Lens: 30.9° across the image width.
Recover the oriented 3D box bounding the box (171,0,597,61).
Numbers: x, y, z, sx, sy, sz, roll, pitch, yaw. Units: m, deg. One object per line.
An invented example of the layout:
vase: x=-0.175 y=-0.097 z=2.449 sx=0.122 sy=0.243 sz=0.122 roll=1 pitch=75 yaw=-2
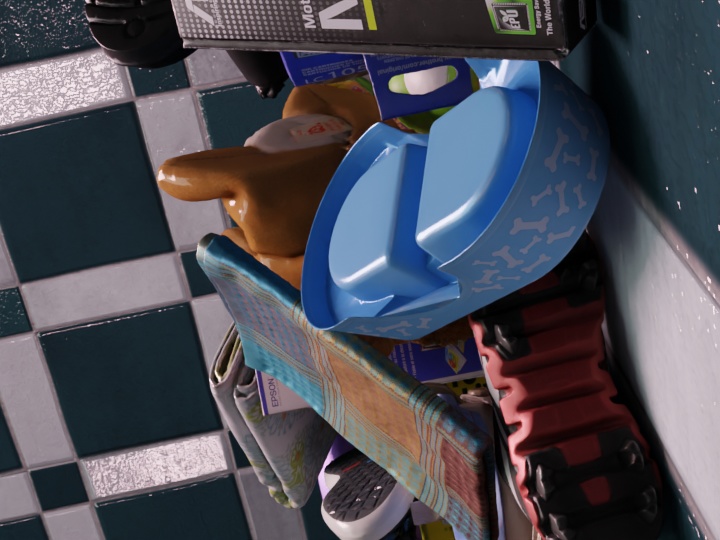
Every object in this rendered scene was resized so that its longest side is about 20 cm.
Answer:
box: x=-0.008 y=-0.186 z=0.523 sx=0.048 sy=0.193 sz=0.200 roll=-50 pitch=-41 yaw=-47

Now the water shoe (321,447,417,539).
water shoe: x=0.019 y=0.175 z=0.933 sx=0.079 sy=0.071 sz=0.200 roll=62 pitch=180 yaw=-3

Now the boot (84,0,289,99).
boot: x=-0.078 y=-0.156 z=0.727 sx=0.163 sy=0.073 sz=0.199 roll=57 pitch=-150 yaw=-55

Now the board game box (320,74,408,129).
board game box: x=0.010 y=-0.175 z=1.039 sx=0.095 sy=0.030 sz=0.200 roll=36 pitch=-143 yaw=-29

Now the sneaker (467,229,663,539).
sneaker: x=0.093 y=0.052 z=0.653 sx=0.098 sy=0.071 sz=0.201 roll=88 pitch=169 yaw=-73

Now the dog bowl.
dog bowl: x=0.041 y=-0.030 z=0.614 sx=0.200 sy=0.050 sz=0.112 roll=-31 pitch=44 yaw=53

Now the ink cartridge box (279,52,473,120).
ink cartridge box: x=0.012 y=-0.181 z=0.661 sx=0.076 sy=0.136 sz=0.200 roll=68 pitch=-170 yaw=-77

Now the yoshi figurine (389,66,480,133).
yoshi figurine: x=0.037 y=-0.163 z=0.806 sx=0.112 sy=0.112 sz=0.200 roll=-56 pitch=-46 yaw=-68

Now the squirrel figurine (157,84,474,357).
squirrel figurine: x=0.000 y=0.000 z=0.811 sx=0.142 sy=0.200 sz=0.187 roll=-42 pitch=-47 yaw=-46

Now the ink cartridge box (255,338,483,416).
ink cartridge box: x=0.023 y=0.038 z=0.913 sx=0.037 sy=0.200 sz=0.095 roll=77 pitch=-178 yaw=-83

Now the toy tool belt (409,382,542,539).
toy tool belt: x=0.078 y=0.120 z=0.821 sx=0.125 sy=0.123 sz=0.200 roll=102 pitch=157 yaw=-77

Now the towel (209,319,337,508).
towel: x=-0.047 y=0.070 z=1.014 sx=0.171 sy=0.048 sz=0.200 roll=-63 pitch=-25 yaw=-27

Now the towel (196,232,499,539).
towel: x=-0.005 y=0.069 z=0.723 sx=0.200 sy=0.022 sz=0.147 roll=36 pitch=160 yaw=26

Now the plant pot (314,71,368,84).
plant pot: x=-0.021 y=-0.232 z=0.906 sx=0.200 sy=0.200 sz=0.174 roll=83 pitch=165 yaw=-83

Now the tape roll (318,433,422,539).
tape roll: x=0.057 y=0.176 z=1.134 sx=0.200 sy=0.066 sz=0.200 roll=25 pitch=-129 yaw=-35

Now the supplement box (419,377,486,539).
supplement box: x=0.084 y=0.115 z=1.012 sx=0.109 sy=0.109 sz=0.200 roll=85 pitch=173 yaw=-82
